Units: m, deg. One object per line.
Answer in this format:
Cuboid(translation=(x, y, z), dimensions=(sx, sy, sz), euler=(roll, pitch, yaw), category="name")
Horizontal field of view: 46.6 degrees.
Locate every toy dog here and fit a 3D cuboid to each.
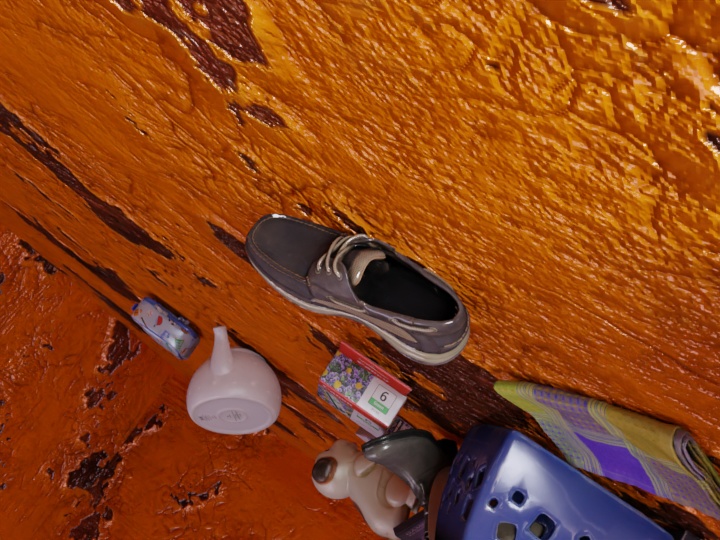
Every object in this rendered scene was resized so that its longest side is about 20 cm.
Cuboid(translation=(0.010, 0.377, 1.476), dimensions=(0.198, 0.196, 0.140), euler=(23, 173, 16), category="toy dog")

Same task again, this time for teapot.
Cuboid(translation=(-0.241, 0.219, 1.626), dimensions=(0.196, 0.148, 0.200), euler=(22, 138, -28), category="teapot")

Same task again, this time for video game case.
Cuboid(translation=(0.159, 0.443, 1.432), dimensions=(0.200, 0.142, 0.019), euler=(48, -168, -44), category="video game case")

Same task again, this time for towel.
Cuboid(translation=(0.216, 0.150, 0.704), dimensions=(0.144, 0.023, 0.199), euler=(45, 161, -32), category="towel")

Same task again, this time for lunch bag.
Cuboid(translation=(-0.448, 0.130, 1.916), dimensions=(0.160, 0.076, 0.200), euler=(38, 165, 2), category="lunch bag")

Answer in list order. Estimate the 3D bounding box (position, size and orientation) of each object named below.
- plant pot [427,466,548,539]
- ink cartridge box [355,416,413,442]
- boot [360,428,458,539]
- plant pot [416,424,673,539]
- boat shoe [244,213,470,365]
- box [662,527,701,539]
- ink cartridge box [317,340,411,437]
Cuboid(translation=(0.187, 0.335, 1.043), dimensions=(0.133, 0.202, 0.201), euler=(-18, 134, 26), category="plant pot")
Cuboid(translation=(0.095, 0.301, 1.322), dimensions=(0.200, 0.051, 0.109), euler=(41, 163, -15), category="ink cartridge box")
Cuboid(translation=(0.083, 0.281, 1.079), dimensions=(0.067, 0.132, 0.199), euler=(-26, 149, 30), category="boot")
Cuboid(translation=(0.171, 0.290, 0.873), dimensions=(0.199, 0.181, 0.200), euler=(34, 169, 1), category="plant pot")
Cuboid(translation=(0.000, 0.000, 0.661), dimensions=(0.198, 0.075, 0.074), euler=(24, 152, 9), category="boat shoe")
Cuboid(translation=(0.350, 0.373, 0.882), dimensions=(0.196, 0.118, 0.200), euler=(35, 165, 2), category="box")
Cuboid(translation=(0.001, 0.158, 1.087), dimensions=(0.108, 0.051, 0.200), euler=(34, 164, 6), category="ink cartridge box")
